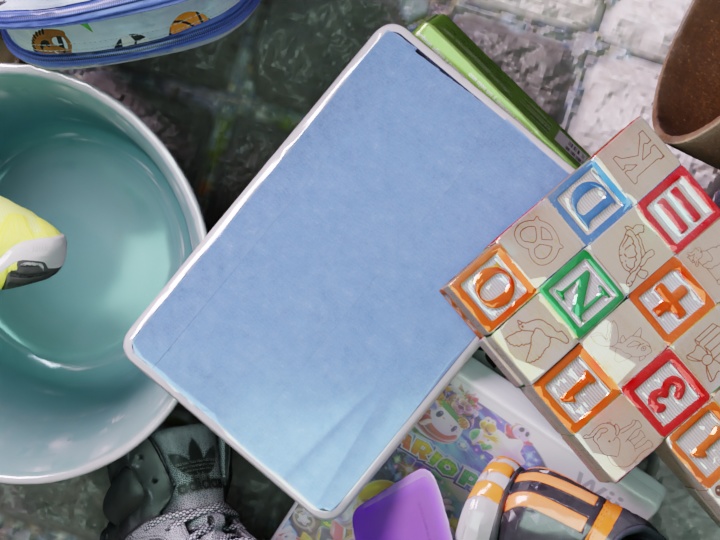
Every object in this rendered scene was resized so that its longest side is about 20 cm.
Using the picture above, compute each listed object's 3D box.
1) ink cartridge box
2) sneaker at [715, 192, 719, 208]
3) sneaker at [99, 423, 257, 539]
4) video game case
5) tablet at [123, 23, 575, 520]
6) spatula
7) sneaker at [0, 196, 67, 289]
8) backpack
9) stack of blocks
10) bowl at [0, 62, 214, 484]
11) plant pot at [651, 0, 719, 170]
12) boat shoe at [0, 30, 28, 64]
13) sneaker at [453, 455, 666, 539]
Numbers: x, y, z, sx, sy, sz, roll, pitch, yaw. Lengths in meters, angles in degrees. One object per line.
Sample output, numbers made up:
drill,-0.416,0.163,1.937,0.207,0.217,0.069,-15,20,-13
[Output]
ink cartridge box,0.020,-0.002,1.237,0.148,0.076,0.200,44,102,-1
sneaker,0.162,0.022,1.221,0.199,0.078,0.113,-10,88,9
sneaker,-0.072,0.133,1.239,0.199,0.075,0.115,1,94,52
video game case,0.043,0.130,1.241,0.143,0.018,0.200,34,131,2
tablet,0.000,0.000,1.167,0.130,0.014,0.200,39,86,3
spatula,-0.005,0.152,1.228,0.020,0.200,0.057,-8,71,-26
sneaker,-0.226,-0.046,1.165,0.199,0.075,0.077,20,102,9
backpack,-0.122,-0.178,1.171,0.199,0.191,0.155,-14,113,11
stack of blocks,0.143,0.046,1.133,0.115,0.059,0.200,-41,90,-4
bowl,-0.153,-0.003,1.245,0.199,0.105,0.202,2,97,14
plant pot,0.266,-0.084,1.146,0.199,0.187,0.187,33,104,-12
boat shoe,-0.230,-0.169,1.248,0.076,0.072,0.200,-37,93,13
sneaker,0.092,0.187,1.193,0.111,0.078,0.201,19,130,15
